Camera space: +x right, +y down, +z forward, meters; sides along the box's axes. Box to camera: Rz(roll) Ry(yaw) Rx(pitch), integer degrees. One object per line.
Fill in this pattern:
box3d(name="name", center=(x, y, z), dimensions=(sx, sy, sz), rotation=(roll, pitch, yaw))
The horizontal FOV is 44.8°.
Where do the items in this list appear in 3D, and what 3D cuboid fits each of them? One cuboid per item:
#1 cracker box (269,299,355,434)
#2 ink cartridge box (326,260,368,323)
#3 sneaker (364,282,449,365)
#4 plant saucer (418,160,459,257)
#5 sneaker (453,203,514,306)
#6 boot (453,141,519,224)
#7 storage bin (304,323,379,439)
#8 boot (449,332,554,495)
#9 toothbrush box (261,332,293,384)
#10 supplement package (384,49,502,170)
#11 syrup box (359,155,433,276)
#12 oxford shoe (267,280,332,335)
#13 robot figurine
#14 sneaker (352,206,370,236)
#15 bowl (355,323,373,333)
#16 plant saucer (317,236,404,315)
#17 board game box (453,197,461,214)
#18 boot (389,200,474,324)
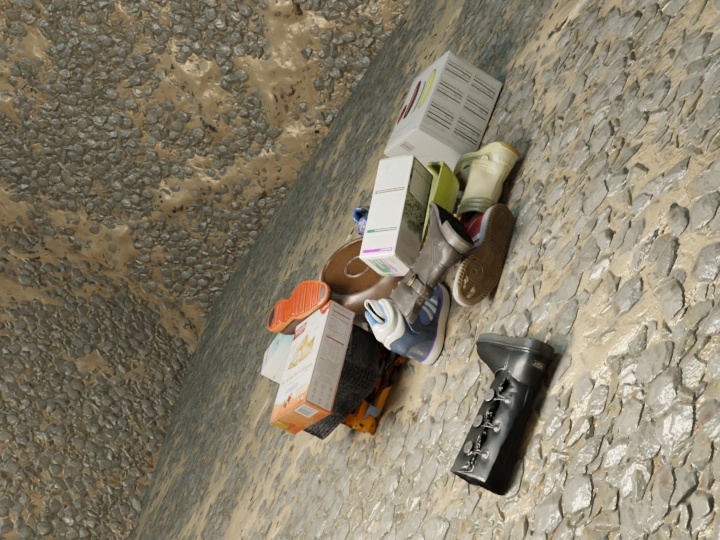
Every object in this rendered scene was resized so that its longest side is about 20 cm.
box3d(name="cracker box", center=(-0.083, 0.168, 1.522), dimensions=(0.134, 0.057, 0.202), rotation=(-38, 30, 49))
box3d(name="ink cartridge box", center=(-0.006, 0.041, 1.724), dimensions=(0.116, 0.196, 0.069), rotation=(-103, 13, -48))
box3d(name="sneaker", center=(0.078, 0.065, 1.551), dimensions=(0.081, 0.145, 0.202), rotation=(-49, 20, 37))
box3d(name="plant saucer", center=(0.138, -0.103, 1.663), dimensions=(0.200, 0.047, 0.204), rotation=(-122, 45, -83))
box3d(name="sneaker", center=(0.186, -0.014, 1.477), dimensions=(0.112, 0.071, 0.202), rotation=(-29, 28, 57))
box3d(name="boot", center=(0.210, -0.141, 1.629), dimensions=(0.199, 0.072, 0.158), rotation=(-20, 45, 65))
box3d(name="storage bin", center=(-0.056, 0.201, 1.632), dimensions=(0.200, 0.093, 0.136), rotation=(-48, 24, 33))
box3d(name="boot", center=(0.175, 0.190, 1.187), dimensions=(0.203, 0.065, 0.165), rotation=(-69, 14, -10))
box3d(name="toothbrush box", center=(-0.118, 0.179, 2.007), dimensions=(0.201, 0.145, 0.086), rotation=(-56, 15, 25))
box3d(name="supplement package", center=(0.178, -0.332, 1.913), dimensions=(0.203, 0.146, 0.191), rotation=(-67, 16, -17))
box3d(name="syrup box", center=(0.066, -0.098, 1.574), dimensions=(0.080, 0.079, 0.203), rotation=(-4, 64, 36))
box3d(name="oxford shoe", center=(-0.098, 0.073, 1.639), dimensions=(0.199, 0.072, 0.072), rotation=(-28, 47, 52))
box3d(name="robot figurine", center=(0.027, 0.205, 1.648), dimensions=(0.203, 0.058, 0.145), rotation=(-66, 16, -11))
box3d(name="sneaker", center=(0.032, -0.079, 1.827), dimensions=(0.076, 0.077, 0.200), rotation=(-69, 24, 16))
box3d(name="bowl", center=(-0.016, 0.116, 1.808), dimensions=(0.093, 0.203, 0.202), rotation=(-7, 40, 17))
box3d(name="plant saucer", center=(0.000, 0.000, 1.649), dimensions=(0.197, 0.032, 0.202), rotation=(-19, 40, 16))
box3d(name="board game box", center=(0.151, -0.048, 1.752), dimensions=(0.202, 0.019, 0.103), rotation=(-58, 15, 14))
box3d(name="boot", center=(0.105, -0.016, 1.472), dimensions=(0.175, 0.069, 0.201), rotation=(-53, 17, 15))
